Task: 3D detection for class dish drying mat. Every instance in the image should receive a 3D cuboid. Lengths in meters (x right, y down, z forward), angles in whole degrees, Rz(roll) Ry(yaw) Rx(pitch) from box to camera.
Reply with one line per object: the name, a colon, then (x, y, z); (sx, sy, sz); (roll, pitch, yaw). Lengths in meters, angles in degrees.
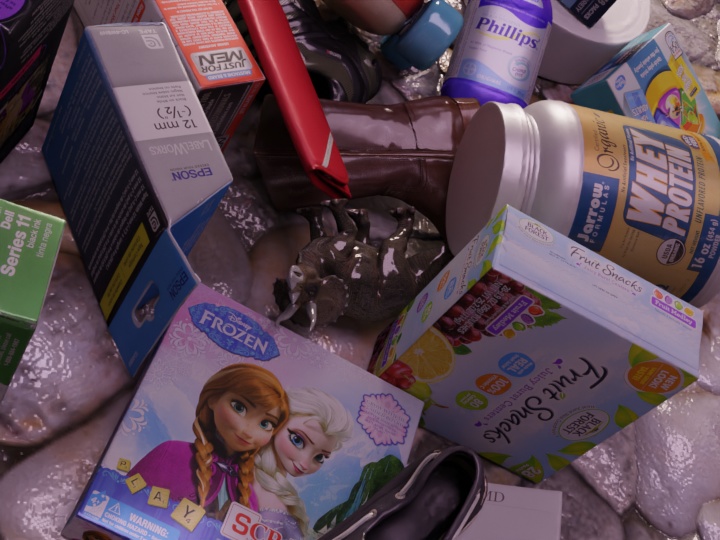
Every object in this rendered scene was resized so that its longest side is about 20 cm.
dish drying mat: (-0.055, -0.149, 0.866); (0.077, 0.018, 0.200); (29, 37, -62)

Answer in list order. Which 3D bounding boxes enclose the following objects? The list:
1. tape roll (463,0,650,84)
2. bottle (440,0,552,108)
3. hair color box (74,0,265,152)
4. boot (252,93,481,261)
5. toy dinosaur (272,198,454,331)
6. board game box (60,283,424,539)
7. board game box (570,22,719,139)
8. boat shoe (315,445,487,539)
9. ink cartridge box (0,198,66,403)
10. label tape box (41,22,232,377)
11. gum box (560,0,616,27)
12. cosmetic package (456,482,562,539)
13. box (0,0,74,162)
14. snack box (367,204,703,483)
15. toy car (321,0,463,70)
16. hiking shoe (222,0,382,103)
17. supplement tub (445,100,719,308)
tape roll: (0.207, -0.299, 1.189); (0.202, 0.071, 0.203); (14, 55, -22)
bottle: (0.139, -0.235, 1.057); (0.083, 0.065, 0.200); (19, 82, -7)
hair color box: (-0.161, -0.194, 0.883); (0.064, 0.111, 0.200); (-16, 70, -36)
boot: (0.008, -0.056, 0.926); (0.200, 0.064, 0.187); (-4, 83, -18)
toy dinosaur: (0.000, 0.000, 0.866); (0.200, 0.077, 0.102); (5, 82, -43)
board game box: (-0.070, 0.132, 0.769); (0.200, 0.041, 0.200); (29, 50, -11)
board game box: (0.304, -0.124, 1.103); (0.151, 0.047, 0.200); (-41, 106, -41)
boat shoe: (0.004, 0.179, 0.688); (0.200, 0.063, 0.073); (-40, 72, -23)
ink cartridge box: (-0.294, 0.006, 0.654); (0.200, 0.147, 0.083); (20, 51, -19)
label tape box: (-0.149, -0.048, 0.773); (0.066, 0.143, 0.200); (-14, 68, -35)
gum box: (0.205, -0.362, 1.069); (0.200, 0.170, 0.045); (43, 49, 1)
cosmetic package: (0.070, 0.242, 0.728); (0.113, 0.081, 0.200); (4, 53, 9)
box: (-0.273, -0.153, 0.733); (0.122, 0.200, 0.106); (32, 50, -9)
snack box: (0.121, 0.063, 0.819); (0.169, 0.200, 0.068); (28, 51, -12)
toy car: (0.039, -0.312, 0.986); (0.184, 0.200, 0.177); (37, 4, -12)
hiking shoe: (-0.075, -0.198, 0.957); (0.200, 0.076, 0.101); (35, 46, -6)
supplement tub: (0.180, -0.051, 0.867); (0.200, 0.145, 0.145); (10, 56, -14)
